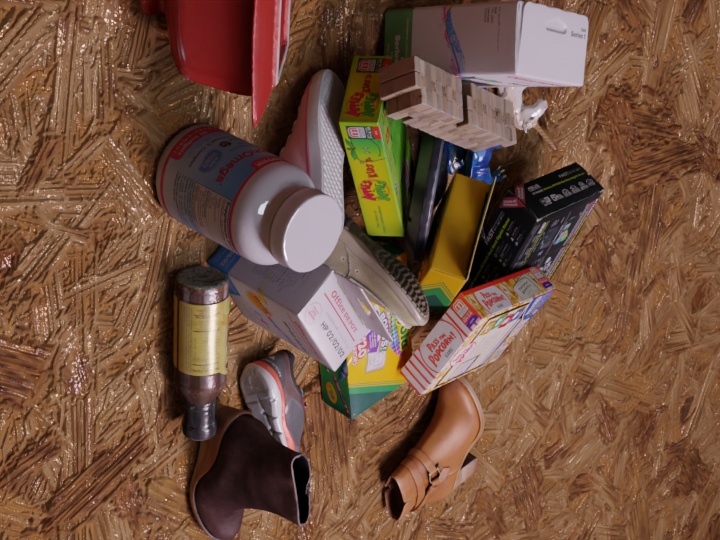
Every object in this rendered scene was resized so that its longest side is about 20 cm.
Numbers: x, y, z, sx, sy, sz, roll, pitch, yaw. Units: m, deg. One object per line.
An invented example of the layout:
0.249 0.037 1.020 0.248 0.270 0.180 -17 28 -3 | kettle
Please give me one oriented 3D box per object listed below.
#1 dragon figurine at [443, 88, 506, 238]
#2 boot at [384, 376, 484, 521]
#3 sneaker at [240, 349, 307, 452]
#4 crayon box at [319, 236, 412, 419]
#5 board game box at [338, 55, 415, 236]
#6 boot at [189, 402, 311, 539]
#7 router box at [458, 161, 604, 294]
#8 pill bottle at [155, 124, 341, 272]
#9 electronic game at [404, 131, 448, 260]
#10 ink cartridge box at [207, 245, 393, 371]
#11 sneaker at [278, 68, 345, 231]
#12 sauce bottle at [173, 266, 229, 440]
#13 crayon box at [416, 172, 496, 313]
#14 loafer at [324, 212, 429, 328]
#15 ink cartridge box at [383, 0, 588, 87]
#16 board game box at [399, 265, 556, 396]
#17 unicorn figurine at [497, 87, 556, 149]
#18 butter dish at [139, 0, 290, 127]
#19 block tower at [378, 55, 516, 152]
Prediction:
0.141 -0.144 1.851 0.099 0.058 0.203 -7 115 -47 | dragon figurine
0.099 0.252 2.015 0.154 0.073 0.202 -27 126 -32 | boot
-0.091 0.187 1.760 0.082 0.076 0.202 -35 135 -40 | sneaker
0.004 0.073 1.814 0.118 0.058 0.202 -31 131 -34 | crayon box
0.022 -0.142 1.664 0.201 0.047 0.103 75 21 -52 | board game box
-0.127 0.267 1.684 0.072 0.165 0.203 -23 127 -38 | boot
0.229 -0.041 1.948 0.149 0.062 0.201 -22 149 -41 | router box
-0.115 -0.072 1.482 0.108 0.199 0.110 -26 129 -38 | pill bottle
0.087 -0.112 1.746 0.200 0.041 0.203 10 90 -88 | electronic game
-0.068 0.036 1.597 0.068 0.199 0.116 -49 139 -16 | ink cartridge box
-0.071 -0.128 1.616 0.075 0.103 0.203 27 60 -55 | sneaker
-0.181 0.096 1.612 0.064 0.064 0.203 -20 126 -41 | sauce bottle
0.112 -0.035 1.747 0.200 0.050 0.129 113 -6 -72 | crayon box
0.000 0.000 1.694 0.068 0.200 0.076 -46 174 19 | loafer
0.146 -0.261 1.669 0.144 0.198 0.085 -1 95 -48 | ink cartridge box
0.157 0.077 1.877 0.199 0.046 0.152 -17 149 -54 | board game box
0.200 -0.261 1.854 0.198 0.074 0.139 17 107 -37 | unicorn figurine
-0.144 -0.267 1.400 0.200 0.145 0.203 -87 -179 -64 | butter dish
0.101 -0.186 1.627 0.199 0.057 0.055 15 68 -48 | block tower
